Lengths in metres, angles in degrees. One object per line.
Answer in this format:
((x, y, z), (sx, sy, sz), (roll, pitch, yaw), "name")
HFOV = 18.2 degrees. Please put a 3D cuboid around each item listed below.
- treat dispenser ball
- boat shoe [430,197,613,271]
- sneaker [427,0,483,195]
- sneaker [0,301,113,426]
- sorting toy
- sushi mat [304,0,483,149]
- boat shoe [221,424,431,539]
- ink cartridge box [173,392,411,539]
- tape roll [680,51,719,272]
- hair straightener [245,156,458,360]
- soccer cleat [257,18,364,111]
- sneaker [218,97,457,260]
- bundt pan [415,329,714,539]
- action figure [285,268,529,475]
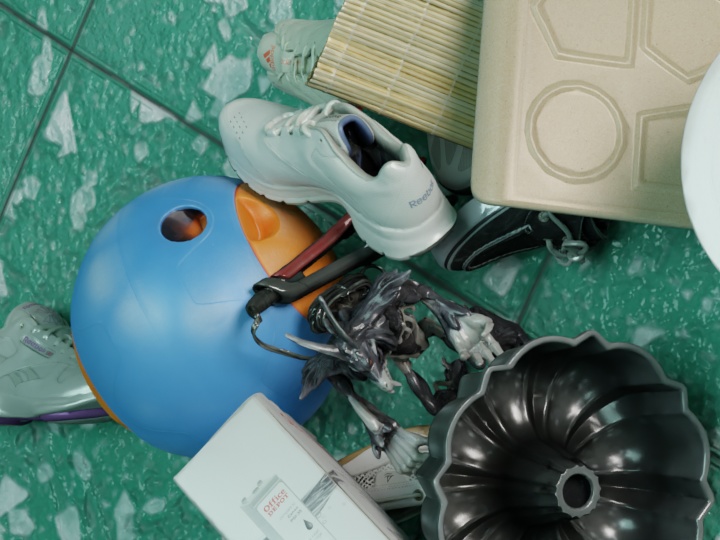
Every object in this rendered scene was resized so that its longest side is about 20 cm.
((-0.107, 0.034, 1.601), (0.200, 0.200, 0.202), (-5, 81, 36), "treat dispenser ball")
((0.141, -0.040, 1.510), (0.199, 0.074, 0.068), (-29, 74, 14), "boat shoe")
((0.055, -0.156, 1.558), (0.075, 0.115, 0.202), (5, 89, 36), "sneaker")
((-0.244, 0.073, 1.777), (0.199, 0.075, 0.100), (-3, 84, 36), "sneaker")
((0.175, -0.120, 1.452), (0.199, 0.036, 0.186), (6, 77, -3), "sorting toy")
((0.068, -0.134, 1.509), (0.096, 0.199, 0.012), (-68, 23, 6), "sushi mat")
((-0.014, 0.177, 1.596), (0.199, 0.071, 0.070), (-29, 66, 29), "boat shoe")
((-0.013, 0.190, 1.471), (0.083, 0.147, 0.200), (-45, 64, -1), "ink cartridge box")
((0.299, -0.055, 1.323), (0.202, 0.139, 0.204), (-3, 81, 21), "tape roll")
((0.000, 0.000, 1.524), (0.077, 0.200, 0.041), (47, 143, 8), "hair straightener")
((-0.033, -0.147, 1.587), (0.077, 0.200, 0.070), (16, 91, -8), "soccer cleat")
((-0.019, -0.083, 1.514), (0.199, 0.087, 0.075), (24, 58, 34), "sneaker")
((0.121, 0.138, 1.437), (0.076, 0.201, 0.203), (-179, 96, -66), "bundt pan")
((0.041, 0.063, 1.489), (0.102, 0.200, 0.119), (47, 111, 31), "action figure")
